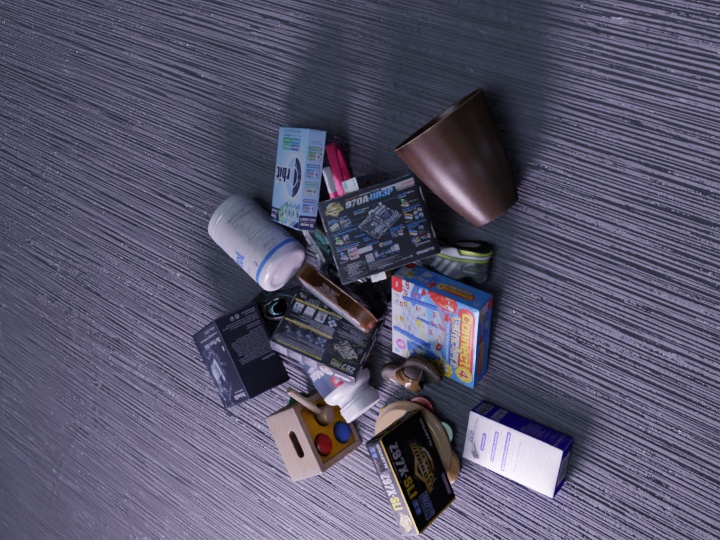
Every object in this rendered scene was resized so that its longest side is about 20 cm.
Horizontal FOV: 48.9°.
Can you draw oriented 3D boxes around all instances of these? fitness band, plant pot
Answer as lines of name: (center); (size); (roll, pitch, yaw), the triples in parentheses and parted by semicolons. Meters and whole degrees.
fitness band: (-0.032, -0.159, 1.600); (0.037, 0.144, 0.202); (-15, 93, 11)
plant pot: (0.192, -0.188, 1.418); (0.186, 0.187, 0.201); (-29, 101, 38)

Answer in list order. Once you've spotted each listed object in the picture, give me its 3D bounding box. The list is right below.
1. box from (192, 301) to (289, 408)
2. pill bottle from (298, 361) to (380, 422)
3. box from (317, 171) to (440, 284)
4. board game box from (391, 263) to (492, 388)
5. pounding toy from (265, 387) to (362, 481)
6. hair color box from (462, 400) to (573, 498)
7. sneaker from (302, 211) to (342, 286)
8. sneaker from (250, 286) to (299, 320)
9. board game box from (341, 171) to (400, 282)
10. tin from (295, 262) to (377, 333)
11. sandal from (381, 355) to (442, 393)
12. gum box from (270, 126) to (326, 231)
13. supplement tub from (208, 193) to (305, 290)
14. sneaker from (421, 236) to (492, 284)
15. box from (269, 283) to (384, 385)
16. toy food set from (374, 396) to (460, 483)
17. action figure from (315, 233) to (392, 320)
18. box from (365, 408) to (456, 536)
box: (-0.286, 0.204, 1.872); (0.202, 0.117, 0.196); (64, 150, 3)
pill bottle: (-0.048, 0.224, 1.737); (0.201, 0.119, 0.120); (53, 127, 11)
box: (0.035, -0.079, 1.481); (0.198, 0.046, 0.161); (-18, 94, 3)
board game box: (0.156, 0.107, 1.558); (0.194, 0.056, 0.202); (22, 132, 30)
pounding toy: (-0.107, 0.341, 1.774); (0.141, 0.183, 0.202); (-26, 88, 38)
hair color box: (0.305, 0.346, 1.549); (0.198, 0.065, 0.111); (19, 115, 29)
sneaker: (-0.058, -0.060, 1.698); (0.090, 0.078, 0.202); (-16, 101, 29)
sneaker: (-0.202, 0.079, 1.833); (0.199, 0.079, 0.076); (-17, 94, 40)
board game box: (0.033, -0.090, 1.571); (0.034, 0.134, 0.202); (-15, 95, 27)
tin: (-0.051, 0.057, 1.623); (0.199, 0.112, 0.042); (36, 85, 19)
sandal: (0.098, 0.220, 1.624); (0.082, 0.055, 0.199); (40, 153, -19)
gum box: (-0.132, -0.194, 1.651); (0.170, 0.044, 0.203); (23, 109, 62)
supplement tub: (-0.232, -0.063, 1.780); (0.200, 0.131, 0.133); (41, 124, 20)
sneaker: (0.163, -0.016, 1.542); (0.198, 0.074, 0.082); (9, 112, 36)
box: (-0.068, 0.129, 1.673); (0.198, 0.162, 0.049); (22, 151, 11)
toy food set: (0.117, 0.368, 1.704); (0.198, 0.048, 0.201); (-6, 100, 38)
action figure: (0.000, 0.000, 1.618); (0.102, 0.119, 0.200); (-24, 112, 44)
box: (0.104, 0.403, 1.592); (0.049, 0.159, 0.202); (-23, 89, 38)
